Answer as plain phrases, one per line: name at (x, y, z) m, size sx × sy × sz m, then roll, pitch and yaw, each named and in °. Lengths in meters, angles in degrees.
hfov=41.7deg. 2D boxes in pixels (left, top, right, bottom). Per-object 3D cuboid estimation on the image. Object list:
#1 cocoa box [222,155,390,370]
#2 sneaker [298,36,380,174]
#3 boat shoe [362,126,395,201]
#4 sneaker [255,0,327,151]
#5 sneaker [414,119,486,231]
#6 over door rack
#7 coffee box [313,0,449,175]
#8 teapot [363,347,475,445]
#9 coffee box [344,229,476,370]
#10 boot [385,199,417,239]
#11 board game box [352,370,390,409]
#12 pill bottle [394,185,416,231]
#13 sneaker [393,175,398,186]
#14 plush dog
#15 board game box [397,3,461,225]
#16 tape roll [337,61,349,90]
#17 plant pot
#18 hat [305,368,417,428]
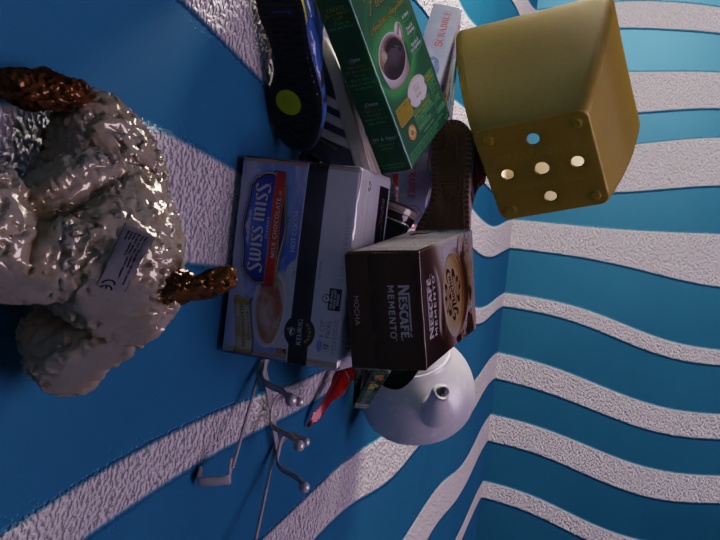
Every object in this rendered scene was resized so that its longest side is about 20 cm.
cocoa box at (-0.054, -0.009, 0.988) m, size 0.133 × 0.128 × 0.205 m, roll 2°, pitch 96°, yaw -75°
sneaker at (-0.040, -0.168, 1.100) m, size 0.075 × 0.083 × 0.204 m, roll 16°, pitch 57°, yaw -75°
boat shoe at (0.008, -0.159, 1.272) m, size 0.070 × 0.070 × 0.204 m, roll 150°, pitch -62°, yaw -62°
sneaker at (-0.061, -0.225, 0.989) m, size 0.079 × 0.065 × 0.203 m, roll -62°, pitch 153°, yaw -50°
sneaker at (0.114, -0.081, 1.183) m, size 0.112 × 0.070 × 0.204 m, roll -13°, pitch 113°, yaw -76°
over door rack at (-0.101, 0.207, 1.034) m, size 0.201 × 0.065 × 0.150 m, roll -64°, pitch 154°, yaw -50°
coffee box at (0.028, -0.221, 1.001) m, size 0.124 × 0.043 × 0.202 m, roll -55°, pitch 131°, yaw -43°
teapot at (0.084, 0.159, 1.467) m, size 0.198 × 0.196 × 0.149 m, roll -49°, pitch 138°, yaw -47°
coffee box at (0.057, 0.025, 0.969) m, size 0.200 × 0.078 × 0.116 m, roll -23°, pitch 110°, yaw -67°
boot at (0.001, 0.001, 1.173) m, size 0.203 × 0.072 × 0.157 m, roll -23°, pitch -130°, yaw 67°
board game box at (0.014, 0.093, 1.114) m, size 0.200 × 0.023 × 0.107 m, roll 111°, pitch -13°, yaw -70°
pill bottle at (0.051, -0.006, 1.293) m, size 0.114 × 0.111 × 0.203 m, roll 77°, pitch 7°, yaw -50°
sneaker at (0.048, -0.222, 1.316) m, size 0.116 × 0.077 × 0.205 m, roll 102°, pitch -16°, yaw -84°
plush dog at (-0.166, -0.041, 0.609) m, size 0.201 × 0.157 × 0.174 m, roll 76°, pitch 0°, yaw -55°
board game box at (0.089, -0.200, 1.228) m, size 0.201 × 0.040 × 0.203 m, roll 88°, pitch 16°, yaw -54°
tape roll at (0.005, -0.287, 1.115) m, size 0.200 × 0.047 × 0.205 m, roll -12°, pitch 90°, yaw -77°
plant pot at (0.225, -0.178, 1.146) m, size 0.178 × 0.196 × 0.202 m, roll -75°, pitch 148°, yaw -43°
hat at (-0.017, 0.090, 1.334) m, size 0.200 × 0.173 × 0.168 m, roll 50°, pitch -51°, yaw 49°
